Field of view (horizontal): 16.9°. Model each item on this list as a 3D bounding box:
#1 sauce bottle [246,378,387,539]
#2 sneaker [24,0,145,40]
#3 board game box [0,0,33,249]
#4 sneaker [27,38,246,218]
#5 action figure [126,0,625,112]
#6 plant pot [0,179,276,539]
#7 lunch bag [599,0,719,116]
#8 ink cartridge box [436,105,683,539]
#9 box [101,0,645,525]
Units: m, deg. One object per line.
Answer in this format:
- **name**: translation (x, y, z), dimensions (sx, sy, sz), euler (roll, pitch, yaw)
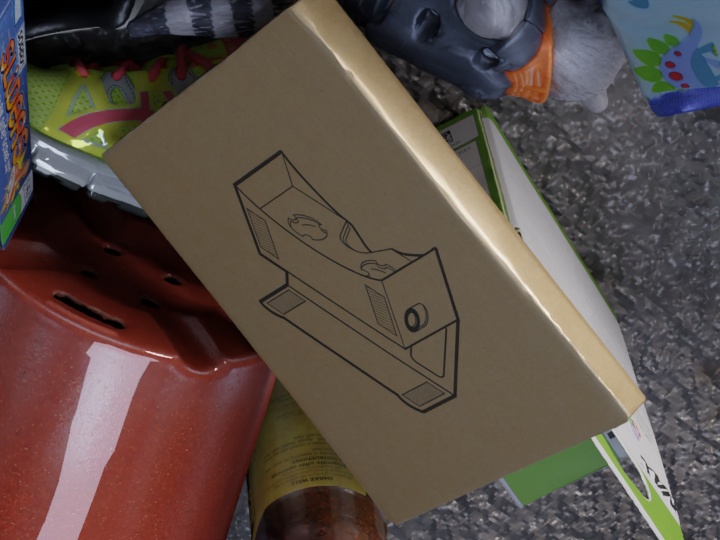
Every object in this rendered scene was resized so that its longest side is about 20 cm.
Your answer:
- **sauce bottle**: translation (-0.020, 0.117, 1.108), dimensions (0.066, 0.200, 0.066), euler (-2, 126, -3)
- **sneaker**: translation (-0.180, -0.128, 0.980), dimensions (0.200, 0.088, 0.076), euler (-6, 128, -1)
- **board game box**: translation (-0.231, -0.088, 0.967), dimensions (0.200, 0.034, 0.135), euler (18, 145, 7)
- **sneaker**: translation (-0.086, -0.068, 1.053), dimensions (0.200, 0.078, 0.090), euler (22, 94, -15)
- **action figure**: translation (0.015, -0.107, 0.969), dimensions (0.193, 0.105, 0.200), euler (18, 167, 8)
- **plant pot**: translation (-0.132, 0.078, 1.082), dimensions (0.201, 0.201, 0.195), euler (16, 115, -17)
- **lunch bag**: translation (0.135, -0.185, 0.872), dimensions (0.127, 0.200, 0.170), euler (-4, 140, 31)
- **ink cartridge box**: translation (0.069, 0.045, 1.065), dimensions (0.076, 0.200, 0.148), euler (-27, 124, 12)
- **box**: translation (0.000, 0.000, 0.954), dimensions (0.200, 0.021, 0.163), euler (52, 143, -5)
